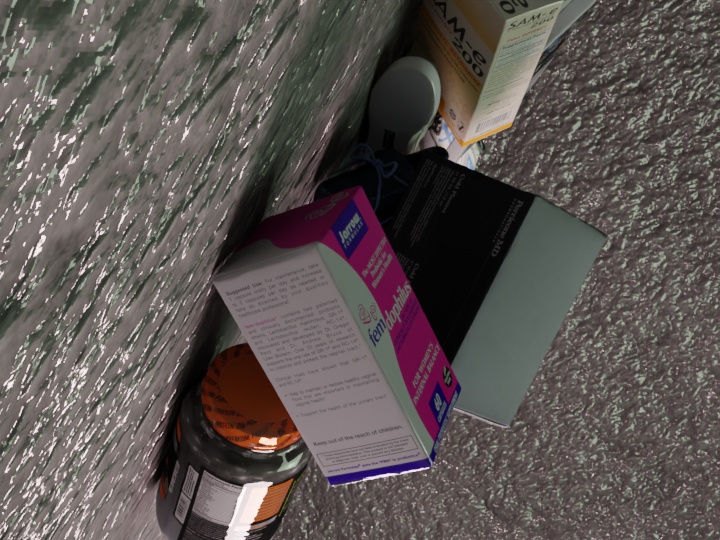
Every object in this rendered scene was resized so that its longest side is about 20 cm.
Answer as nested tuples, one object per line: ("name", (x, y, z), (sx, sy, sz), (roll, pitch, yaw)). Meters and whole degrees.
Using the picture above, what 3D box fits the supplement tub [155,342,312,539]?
("supplement tub", (-0.109, 0.164, 0.823), (0.123, 0.121, 0.201), (-58, 174, -49))

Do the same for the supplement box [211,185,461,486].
("supplement box", (-0.013, 0.053, 0.728), (0.102, 0.201, 0.101), (-17, -158, 30))

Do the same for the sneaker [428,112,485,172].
("sneaker", (0.127, -0.183, 1.236), (0.201, 0.072, 0.072), (73, -4, -50))

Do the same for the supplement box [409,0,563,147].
("supplement box", (0.121, -0.242, 0.962), (0.073, 0.127, 0.201), (-23, 157, -19))

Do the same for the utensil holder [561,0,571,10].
("utensil holder", (0.228, -0.413, 1.118), (0.171, 0.169, 0.200), (-63, 173, 9))

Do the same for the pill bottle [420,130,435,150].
("pill bottle", (0.131, -0.230, 1.391), (0.113, 0.111, 0.200), (-65, 175, 28))

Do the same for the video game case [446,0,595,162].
("video game case", (0.195, -0.238, 1.146), (0.200, 0.023, 0.182), (-45, 174, -33))

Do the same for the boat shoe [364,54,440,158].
("boat shoe", (0.052, -0.177, 1.007), (0.201, 0.070, 0.070), (103, 14, -63))

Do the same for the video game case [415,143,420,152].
("video game case", (0.028, -0.038, 1.119), (0.182, 0.022, 0.202), (-52, -148, 42))

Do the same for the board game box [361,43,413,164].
("board game box", (0.055, -0.195, 1.149), (0.159, 0.039, 0.200), (-63, 175, -4))

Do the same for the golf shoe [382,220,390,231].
("golf shoe", (0.000, 0.000, 1.023), (0.095, 0.077, 0.201), (108, 8, -56))

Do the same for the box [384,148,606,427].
("box", (0.100, 0.012, 0.882), (0.182, 0.103, 0.202), (36, -79, 56))

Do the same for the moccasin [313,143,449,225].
("moccasin", (0.022, -0.098, 0.956), (0.199, 0.080, 0.069), (-24, 141, -54))
